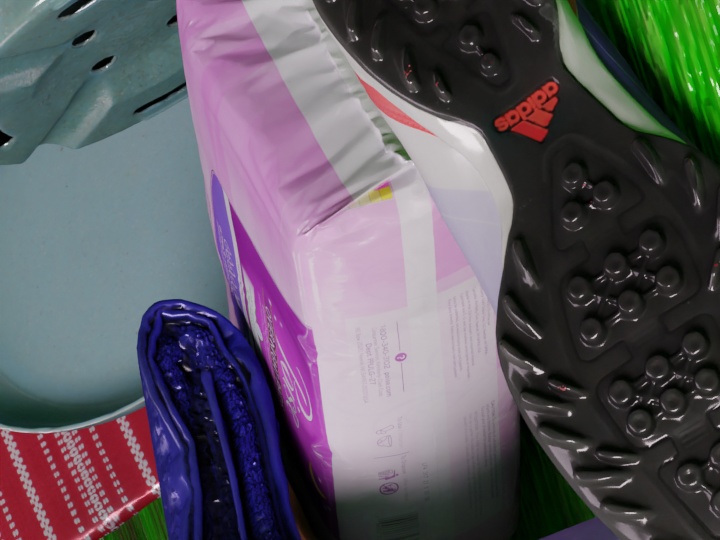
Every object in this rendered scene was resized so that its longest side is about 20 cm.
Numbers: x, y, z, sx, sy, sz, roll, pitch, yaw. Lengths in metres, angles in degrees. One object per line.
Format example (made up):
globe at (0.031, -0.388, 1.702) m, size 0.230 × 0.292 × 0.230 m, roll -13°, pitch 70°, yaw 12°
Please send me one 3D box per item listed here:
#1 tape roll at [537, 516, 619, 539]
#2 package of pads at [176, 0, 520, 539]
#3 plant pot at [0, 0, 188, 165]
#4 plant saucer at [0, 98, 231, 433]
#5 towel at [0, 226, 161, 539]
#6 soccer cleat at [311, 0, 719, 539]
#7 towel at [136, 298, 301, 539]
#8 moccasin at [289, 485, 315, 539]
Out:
tape roll at (0.079, 0.170, 0.727) m, size 0.200 × 0.084 × 0.201 m, roll 160°, pitch 90°, yaw -78°
package of pads at (0.000, 0.000, 0.838) m, size 0.201 × 0.075 × 0.121 m, roll 84°, pitch 164°, yaw -51°
plant pot at (-0.121, -0.155, 0.902) m, size 0.197 × 0.199 × 0.200 m, roll 60°, pitch 167°, yaw 13°
plant saucer at (-0.091, -0.029, 1.004) m, size 0.027 × 0.200 × 0.201 m, roll 36°, pitch -161°, yaw -48°
towel at (-0.088, 0.025, 1.017) m, size 0.022 × 0.199 × 0.145 m, roll 48°, pitch -170°, yaw -52°
soccer cleat at (0.054, -0.011, 0.625) m, size 0.201 × 0.068 × 0.073 m, roll 60°, pitch -171°, yaw 29°
towel at (-0.036, 0.115, 0.898) m, size 0.200 × 0.049 × 0.149 m, roll 89°, pitch 170°, yaw -62°
moccasin at (-0.021, 0.057, 1.069) m, size 0.202 × 0.073 × 0.078 m, roll 55°, pitch 155°, yaw 32°
